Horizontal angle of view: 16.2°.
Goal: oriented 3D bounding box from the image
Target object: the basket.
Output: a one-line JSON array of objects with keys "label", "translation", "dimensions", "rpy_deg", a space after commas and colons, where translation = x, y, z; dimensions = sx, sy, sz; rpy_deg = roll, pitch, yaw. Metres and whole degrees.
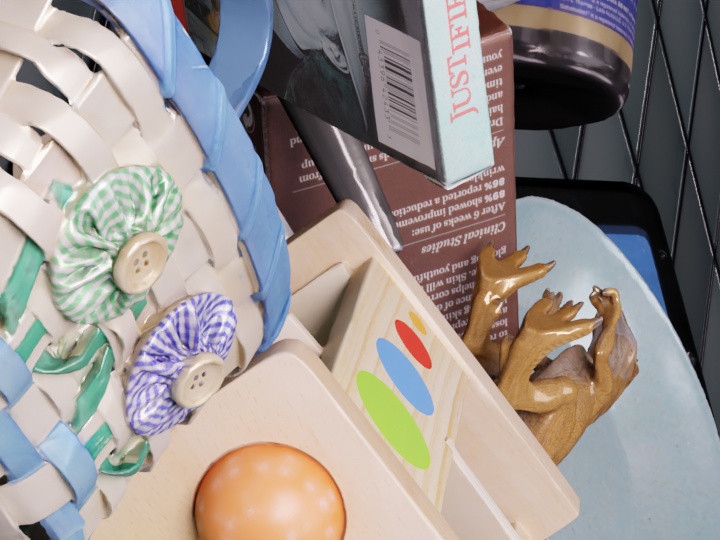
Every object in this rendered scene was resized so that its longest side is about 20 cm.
[{"label": "basket", "translation": [-0.083, -0.037, 0.630], "dimensions": [0.176, 0.139, 0.200], "rpy_deg": [66, 39, -56]}]

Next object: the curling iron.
[{"label": "curling iron", "translation": [-0.033, -0.094, 0.817], "dimensions": [0.200, 0.026, 0.050], "rpy_deg": [61, 0, 10]}]

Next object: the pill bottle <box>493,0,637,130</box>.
[{"label": "pill bottle", "translation": [0.079, -0.175, 1.190], "dimensions": [0.112, 0.111, 0.201], "rpy_deg": [44, 50, -68]}]

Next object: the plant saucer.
[{"label": "plant saucer", "translation": [0.092, 0.068, 1.070], "dimensions": [0.201, 0.039, 0.201], "rpy_deg": [36, 41, -40]}]

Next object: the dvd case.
[{"label": "dvd case", "translation": [-0.035, -0.121, 0.734], "dimensions": [0.022, 0.200, 0.146], "rpy_deg": [-24, 123, -25]}]

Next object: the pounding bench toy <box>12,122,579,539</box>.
[{"label": "pounding bench toy", "translation": [-0.045, 0.054, 0.737], "dimensions": [0.200, 0.124, 0.156], "rpy_deg": [53, 16, -10]}]

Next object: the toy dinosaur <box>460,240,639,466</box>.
[{"label": "toy dinosaur", "translation": [0.051, 0.056, 0.878], "dimensions": [0.200, 0.060, 0.107], "rpy_deg": [-33, 134, -40]}]

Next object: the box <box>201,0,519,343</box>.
[{"label": "box", "translation": [0.000, 0.000, 0.918], "dimensions": [0.075, 0.100, 0.201], "rpy_deg": [42, -37, 51]}]

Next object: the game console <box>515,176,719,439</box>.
[{"label": "game console", "translation": [0.102, 0.025, 1.179], "dimensions": [0.176, 0.116, 0.201], "rpy_deg": [73, 4, -66]}]

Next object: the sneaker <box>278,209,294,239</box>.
[{"label": "sneaker", "translation": [-0.056, 0.047, 0.850], "dimensions": [0.082, 0.074, 0.201], "rpy_deg": [-34, 115, -41]}]

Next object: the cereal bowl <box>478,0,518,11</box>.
[{"label": "cereal bowl", "translation": [0.049, -0.210, 1.024], "dimensions": [0.200, 0.083, 0.200], "rpy_deg": [49, 28, -38]}]
